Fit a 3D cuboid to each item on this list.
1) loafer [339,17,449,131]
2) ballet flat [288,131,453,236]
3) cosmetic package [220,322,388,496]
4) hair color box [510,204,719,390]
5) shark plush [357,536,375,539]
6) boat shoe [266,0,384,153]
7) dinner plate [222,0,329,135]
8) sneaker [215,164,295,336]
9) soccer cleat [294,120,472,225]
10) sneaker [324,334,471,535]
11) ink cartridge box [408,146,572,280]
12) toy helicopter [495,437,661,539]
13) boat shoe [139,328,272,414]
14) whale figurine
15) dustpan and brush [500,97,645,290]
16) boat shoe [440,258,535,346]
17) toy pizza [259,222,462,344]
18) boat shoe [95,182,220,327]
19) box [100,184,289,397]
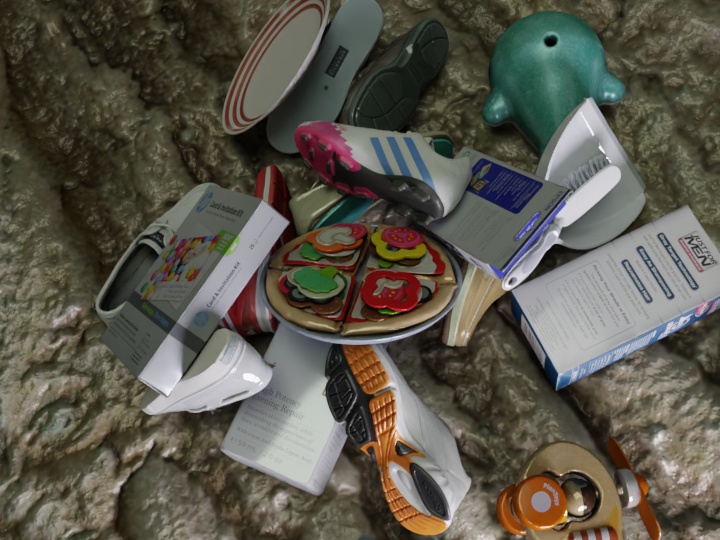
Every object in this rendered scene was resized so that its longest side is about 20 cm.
[{"bbox_3d":[0.031,-0.209,1.021,0.063,0.072,0.200,0,43,45],"label":"loafer"},{"bbox_3d":[0.008,-0.105,0.994,0.199,0.070,0.070,-33,66,-6],"label":"ballet flat"},{"bbox_3d":[-0.047,0.111,0.904,0.101,0.074,0.202,19,73,15],"label":"cosmetic package"},{"bbox_3d":[0.259,0.028,0.897,0.198,0.061,0.101,-26,66,-2],"label":"hair color box"},{"bbox_3d":[0.079,0.301,0.809,0.198,0.092,0.084,7,38,17],"label":"shark plush"},{"bbox_3d":[-0.037,-0.226,1.052,0.071,0.091,0.201,34,102,-8],"label":"boat shoe"},{"bbox_3d":[-0.093,-0.238,1.028,0.200,0.024,0.201,-38,34,32],"label":"dinner plate"},{"bbox_3d":[-0.136,-0.022,0.973,0.114,0.079,0.202,-8,55,13],"label":"sneaker"},{"bbox_3d":[0.024,-0.113,0.926,0.199,0.070,0.086,28,58,28],"label":"soccer cleat"},{"bbox_3d":[0.038,0.143,0.855,0.075,0.092,0.202,-28,86,30],"label":"sneaker"},{"bbox_3d":[0.127,-0.055,0.877,0.100,0.039,0.200,-48,29,-1],"label":"ink cartridge box"},{"bbox_3d":[0.227,0.241,0.817,0.132,0.079,0.201,-35,77,-16],"label":"toy helicopter"},{"bbox_3d":[-0.152,0.110,0.885,0.068,0.199,0.072,37,49,-20],"label":"boat shoe"},{"bbox_3d":[0.209,-0.188,0.973,0.157,0.104,0.202,-8,69,5],"label":"whale figurine"},{"bbox_3d":[0.205,-0.057,0.910,0.200,0.140,0.057,-43,26,-3],"label":"dustpan and brush"},{"bbox_3d":[0.144,-0.007,0.929,0.075,0.072,0.202,22,72,4],"label":"boat shoe"},{"bbox_3d":[0.000,0.000,0.878,0.198,0.032,0.201,-1,35,1],"label":"toy pizza"},{"bbox_3d":[-0.213,-0.019,0.988,0.073,0.065,0.201,25,73,18],"label":"boat shoe"},{"bbox_3d":[-0.168,0.012,0.895,0.201,0.041,0.156,-55,29,-8],"label":"box"}]
